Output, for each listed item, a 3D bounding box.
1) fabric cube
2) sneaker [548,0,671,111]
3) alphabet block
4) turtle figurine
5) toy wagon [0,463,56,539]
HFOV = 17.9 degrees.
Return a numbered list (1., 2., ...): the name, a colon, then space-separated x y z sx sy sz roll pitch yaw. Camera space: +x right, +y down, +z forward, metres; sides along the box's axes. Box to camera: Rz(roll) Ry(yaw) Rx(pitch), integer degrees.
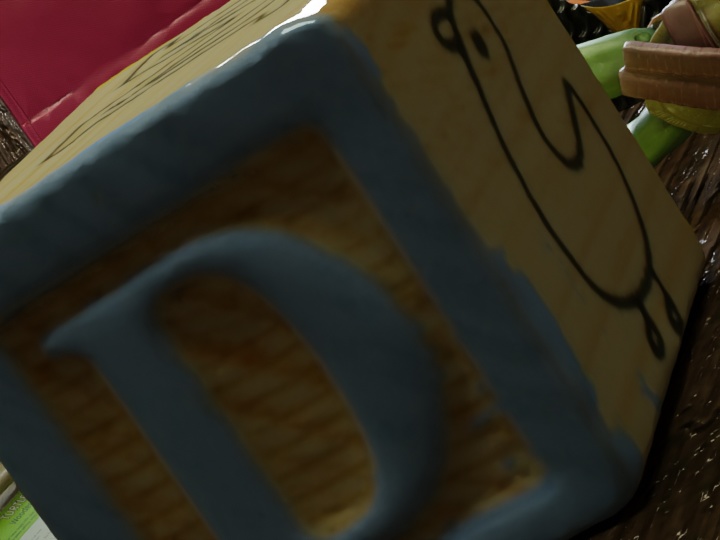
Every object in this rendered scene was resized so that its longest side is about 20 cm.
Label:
1. fabric cube: -0.151 -0.136 1.671 0.199 0.201 0.196 -35 -10 -6
2. sneaker: 0.107 -0.105 1.157 0.198 0.071 0.090 -16 -2 -21
3. alphabet block: -0.012 0.002 0.821 0.195 0.196 0.200 -28 14 24
4. turtle figurine: 0.126 -0.108 1.010 0.193 0.201 0.144 -37 -24 12
5. toy wagon: -0.147 0.099 0.974 0.198 0.040 0.155 6 31 26
